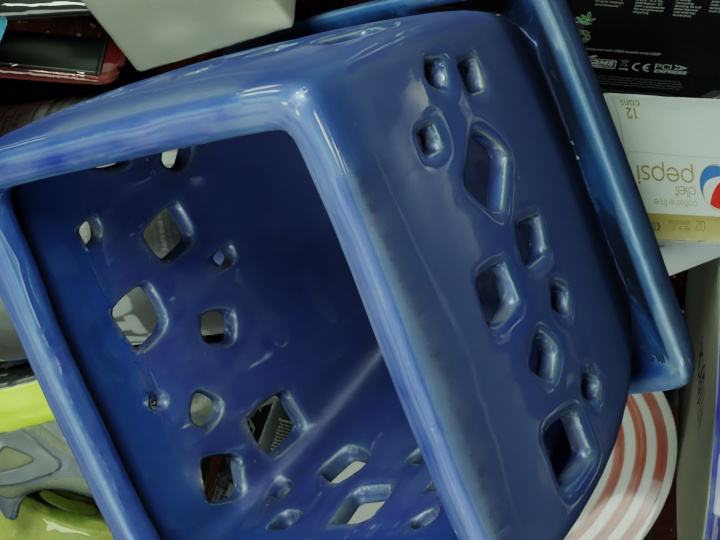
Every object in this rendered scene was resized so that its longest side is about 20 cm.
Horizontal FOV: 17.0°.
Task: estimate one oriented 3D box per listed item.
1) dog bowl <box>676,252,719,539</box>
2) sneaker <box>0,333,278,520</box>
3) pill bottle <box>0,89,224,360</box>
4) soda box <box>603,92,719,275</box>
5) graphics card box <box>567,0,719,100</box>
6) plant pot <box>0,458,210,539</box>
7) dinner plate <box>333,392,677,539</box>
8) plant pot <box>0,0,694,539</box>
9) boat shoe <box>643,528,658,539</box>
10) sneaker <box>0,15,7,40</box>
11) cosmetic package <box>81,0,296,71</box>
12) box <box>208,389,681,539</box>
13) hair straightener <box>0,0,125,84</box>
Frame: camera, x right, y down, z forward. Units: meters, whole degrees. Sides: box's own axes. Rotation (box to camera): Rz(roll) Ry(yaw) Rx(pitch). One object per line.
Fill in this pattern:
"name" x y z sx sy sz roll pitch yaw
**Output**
"dog bowl" 0.187 0.050 1.066 0.078 0.201 0.200 3 142 3
"sneaker" -0.091 0.062 1.108 0.199 0.074 0.081 -9 114 10
"pill bottle" -0.126 -0.020 1.065 0.199 0.114 0.114 -8 141 13
"soda box" 0.077 -0.017 1.040 0.068 0.064 0.200 1 165 -32
"graphics card box" 0.116 -0.142 0.945 0.125 0.051 0.200 3 141 -2
"plant pot" -0.166 0.142 1.236 0.200 0.201 0.185 15 130 -15
"dinner plate" 0.051 0.099 1.130 0.199 0.024 0.201 -9 130 -11
"plant pot" 0.000 0.000 0.903 0.200 0.180 0.201 -8 111 44
"boat shoe" 0.062 0.135 1.296 0.199 0.072 0.068 17 146 -8
"sneaker" -0.211 -0.122 0.943 0.130 0.080 0.200 -4 132 13
"cosmetic package" -0.095 -0.178 0.870 0.073 0.104 0.200 -14 138 21
"box" 0.041 0.086 1.183 0.199 0.050 0.158 15 107 -16
"hair straightener" -0.197 -0.125 1.009 0.199 0.041 0.077 7 123 4
